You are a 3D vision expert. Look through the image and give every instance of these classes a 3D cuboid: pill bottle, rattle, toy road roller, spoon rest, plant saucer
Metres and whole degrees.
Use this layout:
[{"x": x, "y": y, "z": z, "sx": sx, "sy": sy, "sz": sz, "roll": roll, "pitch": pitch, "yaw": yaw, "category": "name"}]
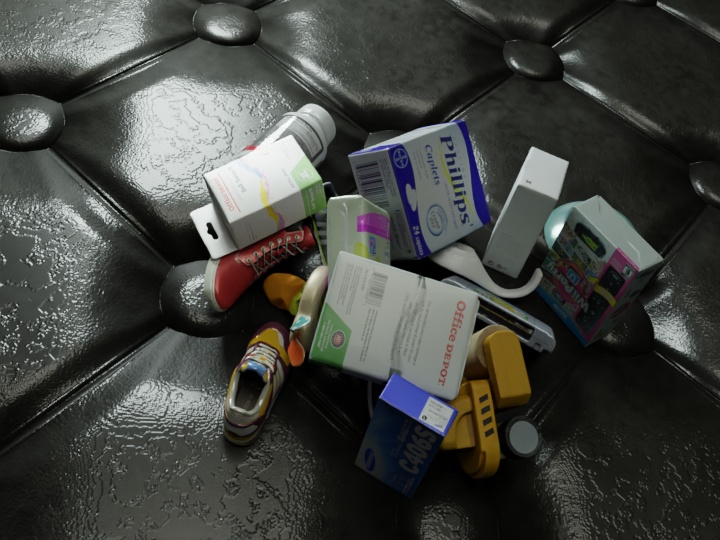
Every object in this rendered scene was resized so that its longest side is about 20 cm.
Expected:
[{"x": -0.127, "y": -0.208, "z": 1.378, "sx": 0.110, "sy": 0.112, "sz": 0.201, "roll": 30, "pitch": 52, "yaw": 12, "category": "pill bottle"}, {"x": -0.110, "y": 0.058, "z": 1.136, "sx": 0.141, "sy": 0.132, "sz": 0.200, "roll": 28, "pitch": 35, "yaw": 7, "category": "rattle"}, {"x": 0.155, "y": 0.186, "z": 1.094, "sx": 0.143, "sy": 0.123, "sz": 0.204, "roll": -3, "pitch": 74, "yaw": -17, "category": "toy road roller"}, {"x": 0.204, "y": 0.000, "z": 1.321, "sx": 0.196, "sy": 0.062, "sz": 0.099, "roll": 17, "pitch": 16, "yaw": 4, "category": "spoon rest"}, {"x": 0.439, "y": -0.061, "z": 1.443, "sx": 0.196, "sy": 0.036, "sz": 0.203, "roll": 6, "pitch": 51, "yaw": -8, "category": "plant saucer"}]

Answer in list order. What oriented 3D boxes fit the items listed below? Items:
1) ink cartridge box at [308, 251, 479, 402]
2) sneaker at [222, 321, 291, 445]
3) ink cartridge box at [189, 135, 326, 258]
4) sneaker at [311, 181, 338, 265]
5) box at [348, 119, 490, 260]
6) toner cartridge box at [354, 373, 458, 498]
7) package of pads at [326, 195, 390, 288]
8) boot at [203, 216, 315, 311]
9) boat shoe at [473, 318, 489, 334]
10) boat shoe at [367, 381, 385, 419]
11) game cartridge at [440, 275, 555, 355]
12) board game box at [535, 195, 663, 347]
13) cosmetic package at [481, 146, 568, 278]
[{"x": 0.043, "y": 0.078, "z": 1.039, "sx": 0.196, "sy": 0.083, "sz": 0.149, "roll": 18, "pitch": 78, "yaw": -2, "category": "ink cartridge box"}, {"x": -0.140, "y": 0.143, "z": 1.112, "sx": 0.073, "sy": 0.091, "sz": 0.202, "roll": 15, "pitch": 50, "yaw": -1, "category": "sneaker"}, {"x": -0.166, "y": -0.115, "z": 1.212, "sx": 0.197, "sy": 0.068, "sz": 0.118, "roll": -27, "pitch": 56, "yaw": -13, "category": "ink cartridge box"}, {"x": -0.038, "y": -0.061, "z": 1.302, "sx": 0.073, "sy": 0.082, "sz": 0.202, "roll": -17, "pitch": 58, "yaw": -24, "category": "sneaker"}, {"x": 0.103, "y": -0.135, "z": 1.305, "sx": 0.198, "sy": 0.104, "sz": 0.187, "roll": -27, "pitch": 106, "yaw": -39, "category": "box"}, {"x": 0.055, "y": 0.222, "z": 1.024, "sx": 0.094, "sy": 0.202, "sz": 0.043, "roll": 30, "pitch": 53, "yaw": 12, "category": "toner cartridge box"}, {"x": 0.000, "y": 0.000, "z": 1.170, "sx": 0.067, "sy": 0.154, "sz": 0.205, "roll": -2, "pitch": 86, "yaw": 15, "category": "package of pads"}, {"x": -0.149, "y": -0.018, "z": 1.214, "sx": 0.142, "sy": 0.073, "sz": 0.202, "roll": 0, "pitch": 44, "yaw": 26, "category": "boot"}, {"x": 0.138, "y": 0.099, "z": 1.229, "sx": 0.197, "sy": 0.068, "sz": 0.073, "roll": 25, "pitch": 36, "yaw": -20, "category": "boat shoe"}, {"x": 0.058, "y": 0.139, "z": 1.106, "sx": 0.065, "sy": 0.074, "sz": 0.204, "roll": -1, "pitch": 78, "yaw": 37, "category": "boat shoe"}, {"x": 0.218, "y": 0.066, "z": 1.242, "sx": 0.198, "sy": 0.133, "sz": 0.041, "roll": 30, "pitch": 94, "yaw": 10, "category": "game cartridge"}, {"x": 0.377, "y": 0.004, "z": 1.270, "sx": 0.063, "sy": 0.202, "sz": 0.148, "roll": -22, "pitch": 59, "yaw": -27, "category": "board game box"}, {"x": 0.277, "y": -0.094, "z": 1.324, "sx": 0.070, "sy": 0.202, "sz": 0.102, "roll": 23, "pitch": 51, "yaw": 6, "category": "cosmetic package"}]
